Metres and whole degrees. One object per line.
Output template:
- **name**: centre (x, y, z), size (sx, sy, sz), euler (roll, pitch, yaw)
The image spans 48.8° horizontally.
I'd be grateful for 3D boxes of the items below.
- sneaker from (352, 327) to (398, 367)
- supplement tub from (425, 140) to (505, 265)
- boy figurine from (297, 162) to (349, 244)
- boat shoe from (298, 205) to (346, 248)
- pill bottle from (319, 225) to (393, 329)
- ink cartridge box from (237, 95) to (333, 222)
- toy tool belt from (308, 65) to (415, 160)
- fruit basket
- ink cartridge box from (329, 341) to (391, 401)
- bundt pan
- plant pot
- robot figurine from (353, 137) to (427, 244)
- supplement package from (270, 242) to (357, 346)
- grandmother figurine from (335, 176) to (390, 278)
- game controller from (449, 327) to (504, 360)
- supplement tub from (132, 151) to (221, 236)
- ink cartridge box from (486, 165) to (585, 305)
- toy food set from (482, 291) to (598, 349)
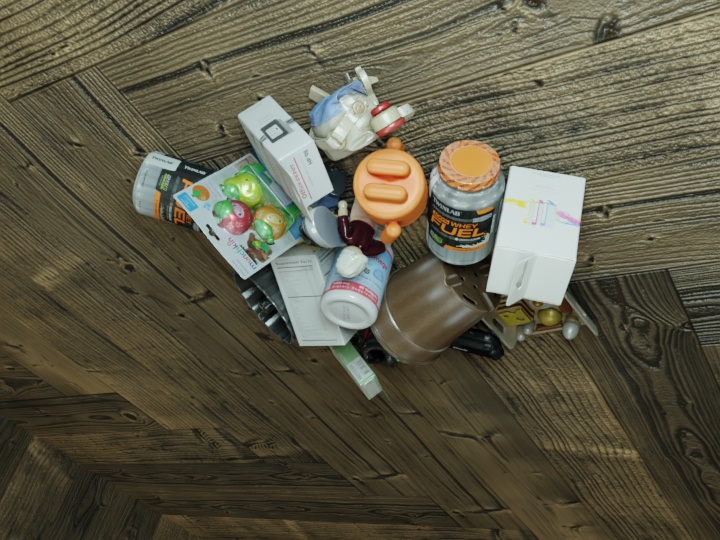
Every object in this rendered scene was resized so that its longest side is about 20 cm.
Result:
- **sneaker**: centre (0.021, 0.159, 1.754), size (0.200, 0.084, 0.077), euler (17, 158, 51)
- **supplement tub**: centre (0.172, -0.111, 1.310), size (0.122, 0.123, 0.200), euler (10, 144, 10)
- **boy figurine**: centre (-0.081, -0.110, 1.471), size (0.124, 0.064, 0.200), euler (24, 146, -3)
- **boat shoe**: centre (-0.071, -0.069, 1.367), size (0.066, 0.070, 0.200), euler (-12, 179, 15)
- **pill bottle**: centre (0.000, 0.000, 1.469), size (0.109, 0.200, 0.109), euler (11, 145, 8)
- **ink cartridge box**: centre (-0.112, -0.181, 1.281), size (0.200, 0.067, 0.116), euler (49, 168, 40)
- **toy tool belt**: centre (-0.017, -0.246, 1.199), size (0.123, 0.125, 0.200), euler (59, 158, -9)
- **fruit basket**: centre (-0.192, -0.102, 1.363), size (0.185, 0.200, 0.094), euler (50, 130, 1)
- **ink cartridge box**: centre (-0.003, 0.234, 1.833), size (0.146, 0.048, 0.200), euler (49, 171, 29)
- **bundt pan**: centre (-0.180, 0.056, 1.681), size (0.202, 0.076, 0.202), euler (44, 160, 20)
- **plant pot**: centre (0.147, 0.054, 1.504), size (0.200, 0.200, 0.198), euler (33, 135, -21)
- **robot figurine**: centre (0.051, -0.129, 1.289), size (0.117, 0.144, 0.200), euler (-32, 172, 5)
- **supplement package**: centre (-0.080, 0.036, 1.570), size (0.114, 0.110, 0.200), euler (-3, 115, 30)
- **grandmother figurine**: centre (0.003, -0.071, 1.369), size (0.121, 0.200, 0.061), euler (29, 144, -16)
- **game controller**: centre (0.209, 0.144, 1.701), size (0.200, 0.042, 0.104), euler (13, 162, 30)
- **supplement tub**: centre (-0.310, -0.138, 1.479), size (0.200, 0.123, 0.123), euler (17, 146, 0)
- **ink cartridge box**: centre (0.282, -0.046, 1.284), size (0.125, 0.200, 0.129), euler (11, 145, 9)
- **toy food set**: centre (0.352, 0.101, 1.583), size (0.200, 0.060, 0.144), euler (-16, 134, 38)
